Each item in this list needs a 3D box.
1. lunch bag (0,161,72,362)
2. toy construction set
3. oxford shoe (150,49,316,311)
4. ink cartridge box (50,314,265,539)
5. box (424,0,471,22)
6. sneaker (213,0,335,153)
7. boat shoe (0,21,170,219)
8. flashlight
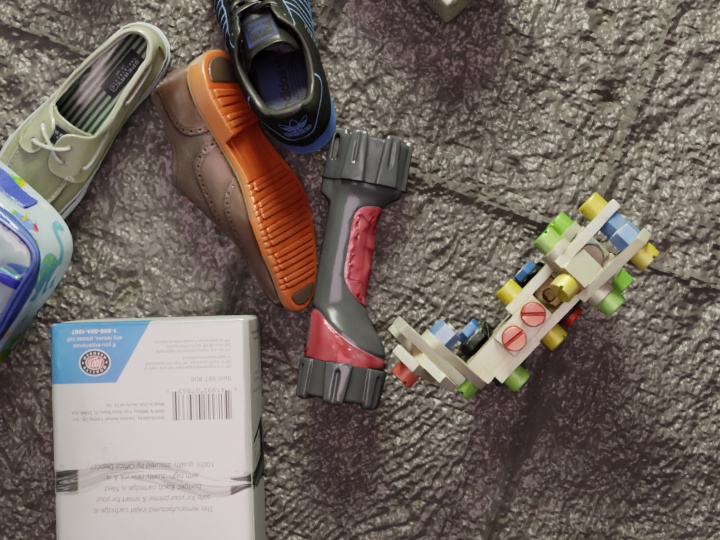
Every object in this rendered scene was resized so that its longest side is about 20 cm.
[{"bbox_3d":[-0.320,-0.026,1.024,0.200,0.082,0.161,40,111,2],"label":"lunch bag"},{"bbox_3d":[0.115,0.031,1.001,0.200,0.131,0.092,-32,89,2],"label":"toy construction set"},{"bbox_3d":[-0.093,-0.060,1.052,0.073,0.071,0.201,-20,94,31],"label":"oxford shoe"},{"bbox_3d":[-0.146,0.135,1.037,0.144,0.084,0.201,-1,90,3],"label":"ink cartridge box"},{"bbox_3d":[0.017,-0.278,1.028,0.068,0.082,0.200,-44,90,3],"label":"box"},{"bbox_3d":[-0.069,-0.185,1.021,0.070,0.078,0.201,-23,77,4],"label":"sneaker"},{"bbox_3d":[-0.218,-0.106,1.048,0.072,0.062,0.200,37,93,2],"label":"boat shoe"},{"bbox_3d":[0.000,0.000,1.042,0.068,0.068,0.201,9,86,40],"label":"flashlight"}]
